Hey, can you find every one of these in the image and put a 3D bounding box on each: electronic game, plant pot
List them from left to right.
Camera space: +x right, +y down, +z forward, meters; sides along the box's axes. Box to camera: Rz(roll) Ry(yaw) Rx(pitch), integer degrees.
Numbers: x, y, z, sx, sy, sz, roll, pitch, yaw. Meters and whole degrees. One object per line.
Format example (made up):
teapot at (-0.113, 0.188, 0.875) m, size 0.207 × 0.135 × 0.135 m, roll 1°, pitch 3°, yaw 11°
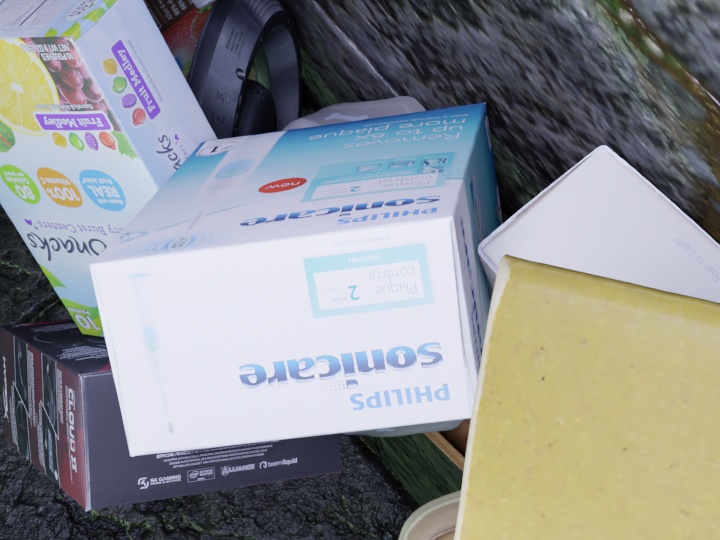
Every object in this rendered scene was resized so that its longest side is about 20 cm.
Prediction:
electronic game at (-0.074, -0.074, 1.022) m, size 0.041 × 0.202 × 0.200 m, roll 9°, pitch 162°, yaw 11°
plant pot at (0.135, 0.129, 0.545) m, size 0.198 × 0.197 × 0.194 m, roll 5°, pitch 157°, yaw 14°

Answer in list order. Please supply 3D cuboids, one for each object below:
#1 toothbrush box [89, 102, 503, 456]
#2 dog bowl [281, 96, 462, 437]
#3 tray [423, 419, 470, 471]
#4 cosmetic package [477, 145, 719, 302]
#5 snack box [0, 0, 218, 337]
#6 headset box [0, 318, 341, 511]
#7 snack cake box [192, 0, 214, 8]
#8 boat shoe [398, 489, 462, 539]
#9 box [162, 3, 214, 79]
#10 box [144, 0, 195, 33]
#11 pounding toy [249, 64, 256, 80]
toothbrush box at (-0.016, -0.003, 0.743) m, size 0.200 × 0.145 × 0.086 m, roll -66°, pitch -33°, yaw -69°
dog bowl at (0.000, 0.000, 0.962) m, size 0.200 × 0.058 × 0.202 m, roll 170°, pitch 90°, yaw -68°
tray at (0.072, 0.060, 1.015) m, size 0.037 × 0.099 × 0.200 m, roll 42°, pitch 179°, yaw -36°
cosmetic package at (0.123, 0.047, 0.747) m, size 0.104 × 0.073 × 0.200 m, roll 47°, pitch 171°, yaw 29°
snack box at (-0.132, -0.050, 0.885) m, size 0.141 × 0.053 × 0.201 m, roll 6°, pitch 135°, yaw 42°
headset box at (-0.109, 0.073, 0.975) m, size 0.200 × 0.148 × 0.078 m, roll 17°, pitch 110°, yaw 63°
snack cake box at (-0.108, -0.230, 0.839) m, size 0.201 × 0.067 × 0.115 m, roll 53°, pitch 174°, yaw -11°
boat shoe at (0.121, 0.167, 0.977) m, size 0.063 × 0.198 × 0.074 m, roll -99°, pitch 13°, yaw -68°
box at (-0.160, -0.141, 1.065) m, size 0.100 × 0.200 × 0.096 m, roll 48°, pitch 174°, yaw 18°
box at (-0.163, -0.166, 0.963) m, size 0.075 × 0.200 × 0.100 m, roll 46°, pitch 171°, yaw 37°
pounding toy at (-0.122, -0.104, 1.195) m, size 0.201 × 0.183 × 0.142 m, roll 54°, pitch -176°, yaw -20°
